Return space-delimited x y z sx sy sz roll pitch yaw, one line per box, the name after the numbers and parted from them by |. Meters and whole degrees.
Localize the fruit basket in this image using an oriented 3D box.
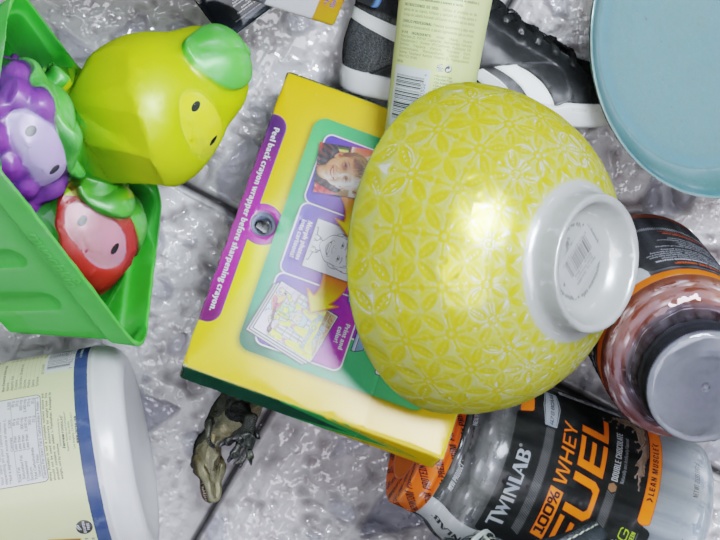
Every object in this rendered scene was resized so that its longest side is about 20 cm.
-0.158 -0.069 1.163 0.214 0.156 0.216 1 141 1 | fruit basket

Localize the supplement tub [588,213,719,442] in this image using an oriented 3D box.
0.195 0.038 1.214 0.106 0.200 0.108 -1 107 -4 | supplement tub

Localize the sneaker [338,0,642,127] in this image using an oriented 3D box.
0.090 -0.157 1.211 0.198 0.073 0.113 6 108 -5 | sneaker

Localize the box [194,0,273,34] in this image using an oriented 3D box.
-0.052 -0.264 1.181 0.199 0.046 0.159 -36 106 7 | box

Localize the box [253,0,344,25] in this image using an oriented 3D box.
-0.074 -0.222 1.098 0.199 0.041 0.120 10 111 -43 | box

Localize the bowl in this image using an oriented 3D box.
0.098 -0.009 1.122 0.199 0.107 0.202 -7 100 -46 | bowl

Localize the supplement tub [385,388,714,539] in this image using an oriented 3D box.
0.125 0.142 1.283 0.199 0.123 0.123 20 105 -10 | supplement tub

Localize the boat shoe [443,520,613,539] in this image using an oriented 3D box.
0.064 0.197 1.210 0.199 0.076 0.061 -26 80 3 | boat shoe

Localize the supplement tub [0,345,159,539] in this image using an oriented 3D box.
-0.239 0.134 1.243 0.198 0.145 0.146 -10 108 0 | supplement tub

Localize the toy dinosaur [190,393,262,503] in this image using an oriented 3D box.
-0.063 0.079 1.268 0.047 0.088 0.201 28 105 -22 | toy dinosaur

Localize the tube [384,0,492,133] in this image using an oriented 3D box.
0.053 -0.171 1.158 0.058 0.052 0.202 0 103 -31 | tube

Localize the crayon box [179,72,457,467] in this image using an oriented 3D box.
0.000 0.000 1.209 0.171 0.058 0.201 20 77 -3 | crayon box

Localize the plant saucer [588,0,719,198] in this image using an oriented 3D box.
0.225 -0.147 1.217 0.199 0.027 0.202 -2 96 -24 | plant saucer
